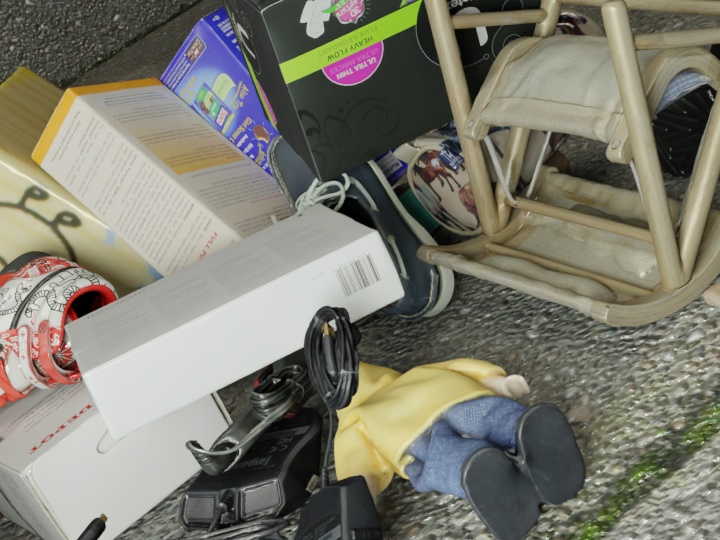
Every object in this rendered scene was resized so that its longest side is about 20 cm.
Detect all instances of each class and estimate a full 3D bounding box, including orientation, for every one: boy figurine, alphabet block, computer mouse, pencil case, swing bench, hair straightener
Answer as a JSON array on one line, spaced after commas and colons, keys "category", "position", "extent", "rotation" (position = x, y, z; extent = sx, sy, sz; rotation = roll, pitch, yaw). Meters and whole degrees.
[{"category": "boy figurine", "position": [0.035, 0.096, 0.822], "extent": [0.124, 0.064, 0.200], "rotation": [-37, 20, -22]}, {"category": "alphabet block", "position": [-0.271, -0.026, 1.232], "extent": [0.195, 0.200, 0.196], "rotation": [-56, 10, 20]}, {"category": "computer mouse", "position": [-0.009, 0.108, 0.776], "extent": [0.059, 0.034, 0.200], "rotation": [-40, 42, 48]}, {"category": "pencil case", "position": [0.117, -0.120, 1.101], "extent": [0.200, 0.089, 0.078], "rotation": [-47, 12, -29]}, {"category": "swing bench", "position": [0.143, -0.084, 0.935], "extent": [0.130, 0.200, 0.199], "rotation": [-10, 17, -32]}, {"category": "computer mouse", "position": [-0.093, 0.145, 0.860], "extent": [0.140, 0.046, 0.200], "rotation": [-13, 14, 10]}, {"category": "hair straightener", "position": [-0.047, 0.065, 0.877], "extent": [0.077, 0.041, 0.200], "rotation": [-48, -6, 29]}]

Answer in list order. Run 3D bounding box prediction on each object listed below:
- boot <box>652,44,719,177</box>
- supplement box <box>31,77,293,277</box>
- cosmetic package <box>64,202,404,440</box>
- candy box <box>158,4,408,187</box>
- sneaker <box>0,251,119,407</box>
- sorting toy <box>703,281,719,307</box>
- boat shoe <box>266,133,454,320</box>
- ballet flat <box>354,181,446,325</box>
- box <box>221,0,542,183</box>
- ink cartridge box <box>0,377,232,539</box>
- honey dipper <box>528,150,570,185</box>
[{"category": "boot", "position": [0.308, -0.139, 1.016], "extent": [0.158, 0.080, 0.211], "rotation": [-37, 21, -23]}, {"category": "supplement box", "position": [-0.143, -0.062, 1.137], "extent": [0.074, 0.200, 0.126], "rotation": [-56, -15, 24]}, {"category": "cosmetic package", "position": [-0.087, 0.026, 0.931], "extent": [0.200, 0.052, 0.151], "rotation": [-26, 17, -10]}, {"category": "candy box", "position": [-0.076, -0.110, 1.210], "extent": [0.077, 0.200, 0.169], "rotation": [-39, 0, -34]}, {"category": "sneaker", "position": [-0.259, 0.070, 1.021], "extent": [0.108, 0.067, 0.201], "rotation": [15, 56, 44]}, {"category": "sorting toy", "position": [0.303, -0.003, 0.764], "extent": [0.185, 0.037, 0.200], "rotation": [-30, 15, -4]}, {"category": "boat shoe", "position": [-0.013, -0.038, 1.064], "extent": [0.062, 0.200, 0.075], "rotation": [-2, -42, -50]}, {"category": "ballet flat", "position": [0.000, 0.000, 1.134], "extent": [0.200, 0.067, 0.064], "rotation": [-40, -4, -32]}, {"category": "box", "position": [0.016, -0.187, 1.046], "extent": [0.200, 0.149, 0.124], "rotation": [-27, 37, -10]}, {"category": "ink cartridge box", "position": [-0.203, 0.120, 1.049], "extent": [0.147, 0.083, 0.200], "rotation": [-37, 21, -25]}, {"category": "honey dipper", "position": [0.158, -0.057, 1.087], "extent": [0.038, 0.038, 0.200], "rotation": [-27, 23, 2]}]
